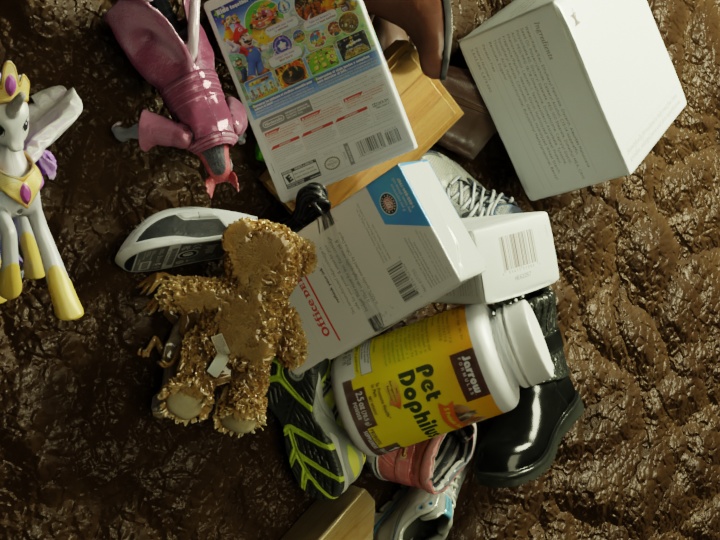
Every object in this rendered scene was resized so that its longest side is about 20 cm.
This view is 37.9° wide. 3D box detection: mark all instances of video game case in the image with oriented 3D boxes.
[{"bbox_3d":[-0.047,-0.183,0.985,0.142,0.018,0.202,-20,96,13],"label":"video game case"}]

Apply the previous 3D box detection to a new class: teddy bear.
[{"bbox_3d":[-0.110,0.050,0.931,0.143,0.067,0.203,1,99,-8],"label":"teddy bear"}]

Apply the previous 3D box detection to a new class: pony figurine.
[{"bbox_3d":[-0.285,-0.077,0.838,0.165,0.193,0.203,-15,115,-28],"label":"pony figurine"}]

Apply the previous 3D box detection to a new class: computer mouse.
[{"bbox_3d":[-0.132,-0.041,0.976,0.198,0.110,0.044,-9,74,-24],"label":"computer mouse"}]

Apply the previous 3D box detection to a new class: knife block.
[{"bbox_3d":[-0.077,0.309,1.011,0.174,0.064,0.203,7,85,-33],"label":"knife block"}]

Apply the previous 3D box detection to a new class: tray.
[{"bbox_3d":[0.003,-0.126,1.057,0.200,0.037,0.099,-46,113,-5],"label":"tray"}]

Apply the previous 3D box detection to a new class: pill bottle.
[{"bbox_3d":[0.079,0.098,1.003,0.198,0.109,0.110,-22,104,14],"label":"pill bottle"}]

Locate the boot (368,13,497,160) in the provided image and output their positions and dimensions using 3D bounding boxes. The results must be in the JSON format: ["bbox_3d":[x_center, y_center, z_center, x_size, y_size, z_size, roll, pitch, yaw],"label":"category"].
[{"bbox_3d":[0.077,-0.229,1.125,0.198,0.064,0.189,12,95,-28],"label":"boot"}]

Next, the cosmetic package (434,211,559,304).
[{"bbox_3d":[0.090,-0.011,1.046,0.101,0.199,0.075,-14,96,-32],"label":"cosmetic package"}]

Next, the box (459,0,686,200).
[{"bbox_3d":[0.241,-0.217,1.161,0.199,0.130,0.202,-42,110,-44],"label":"box"}]

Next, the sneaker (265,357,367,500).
[{"bbox_3d":[-0.049,0.122,1.042,0.076,0.075,0.203,-24,102,-57],"label":"sneaker"}]

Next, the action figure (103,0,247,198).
[{"bbox_3d":[-0.146,-0.166,0.942,0.133,0.148,0.202,-23,87,-36],"label":"action figure"}]

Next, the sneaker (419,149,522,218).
[{"bbox_3d":[0.133,-0.066,1.144,0.199,0.085,0.078,39,69,-25],"label":"sneaker"}]

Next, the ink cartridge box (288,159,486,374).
[{"bbox_3d":[0.000,0.000,0.960,0.117,0.199,0.068,62,29,5],"label":"ink cartridge box"}]

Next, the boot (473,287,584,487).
[{"bbox_3d":[0.168,0.123,1.147,0.211,0.079,0.160,-39,116,-52],"label":"boot"}]

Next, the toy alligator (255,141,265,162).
[{"bbox_3d":[-0.069,-0.207,1.038,0.059,0.054,0.203,17,79,-31],"label":"toy alligator"}]

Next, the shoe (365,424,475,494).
[{"bbox_3d":[0.091,0.140,1.095,0.201,0.090,0.072,-56,133,-24],"label":"shoe"}]

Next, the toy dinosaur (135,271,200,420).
[{"bbox_3d":[-0.155,0.043,0.985,0.106,0.060,0.201,49,64,-35],"label":"toy dinosaur"}]

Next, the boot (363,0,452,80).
[{"bbox_3d":[-0.018,-0.255,1.004,0.197,0.069,0.191,-12,80,-6],"label":"boot"}]

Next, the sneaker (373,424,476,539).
[{"bbox_3d":[0.080,0.236,1.101,0.075,0.086,0.201,40,67,-22],"label":"sneaker"}]
